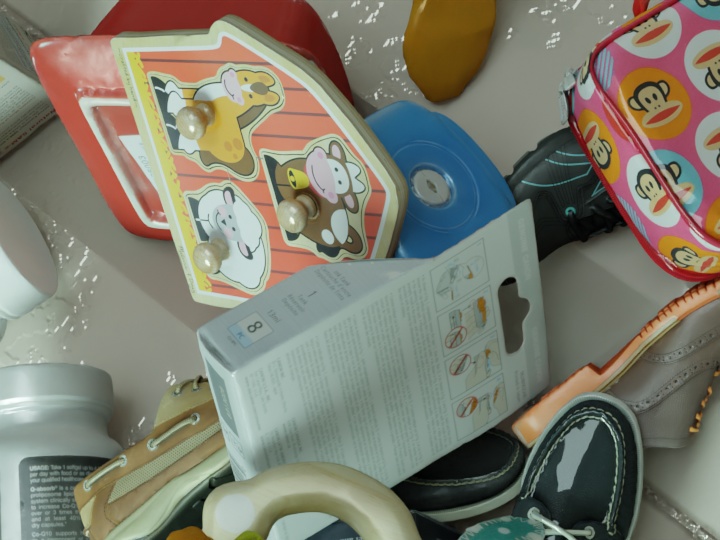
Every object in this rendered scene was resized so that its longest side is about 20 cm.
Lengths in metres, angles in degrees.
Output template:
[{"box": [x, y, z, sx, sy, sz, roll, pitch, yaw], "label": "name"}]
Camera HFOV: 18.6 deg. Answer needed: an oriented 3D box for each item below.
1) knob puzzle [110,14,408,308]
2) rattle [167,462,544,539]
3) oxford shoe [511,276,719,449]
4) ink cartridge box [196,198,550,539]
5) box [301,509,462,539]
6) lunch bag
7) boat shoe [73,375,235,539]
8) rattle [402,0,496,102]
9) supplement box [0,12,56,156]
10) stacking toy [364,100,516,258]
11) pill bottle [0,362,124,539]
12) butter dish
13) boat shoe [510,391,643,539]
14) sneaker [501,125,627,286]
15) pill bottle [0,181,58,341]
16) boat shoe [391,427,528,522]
[{"box": [-0.056, -0.048, 1.262, 0.219, 0.221, 0.030, 32, 45, 25], "label": "knob puzzle"}, {"box": [0.008, 0.152, 1.138, 0.198, 0.143, 0.131, 7, 58, 7], "label": "rattle"}, {"box": [0.188, 0.061, 1.307, 0.199, 0.071, 0.073, -38, 84, 15], "label": "oxford shoe"}, {"box": [0.012, 0.051, 1.249, 0.199, 0.161, 0.047, -30, 48, -18], "label": "ink cartridge box"}, {"box": [-0.013, 0.255, 1.303, 0.147, 0.107, 0.202, -9, 73, 18], "label": "box"}, {"box": [0.220, -0.107, 1.273, 0.199, 0.082, 0.177, -28, 78, -19], "label": "lunch bag"}, {"box": [-0.093, 0.098, 1.314, 0.200, 0.076, 0.074, -39, 71, 8], "label": "boat shoe"}, {"box": [0.048, -0.235, 1.449, 0.129, 0.144, 0.200, -21, 49, -19], "label": "rattle"}, {"box": [-0.295, -0.126, 1.449, 0.126, 0.200, 0.074, -36, 71, 7], "label": "supplement box"}, {"box": [0.000, 0.000, 1.349, 0.116, 0.110, 0.200, 49, 139, 7], "label": "stacking toy"}, {"box": [-0.199, 0.167, 1.392, 0.115, 0.116, 0.202, -10, 73, 18], "label": "pill bottle"}, {"box": [-0.080, -0.120, 1.404, 0.198, 0.201, 0.149, 3, 55, 21], "label": "butter dish"}, {"box": [0.112, 0.170, 1.275, 0.075, 0.060, 0.202, 16, 100, 13], "label": "boat shoe"}, {"box": [0.151, -0.059, 1.339, 0.200, 0.075, 0.079, -46, 68, 5], "label": "sneaker"}, {"box": [-0.308, 0.026, 1.471, 0.199, 0.114, 0.114, -32, 68, 11], "label": "pill bottle"}, {"box": [0.006, 0.105, 1.347, 0.198, 0.068, 0.072, 8, 46, 22], "label": "boat shoe"}]
